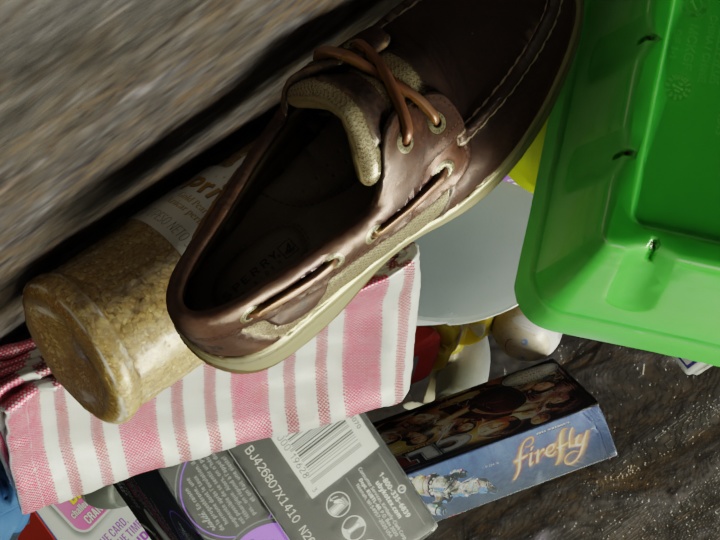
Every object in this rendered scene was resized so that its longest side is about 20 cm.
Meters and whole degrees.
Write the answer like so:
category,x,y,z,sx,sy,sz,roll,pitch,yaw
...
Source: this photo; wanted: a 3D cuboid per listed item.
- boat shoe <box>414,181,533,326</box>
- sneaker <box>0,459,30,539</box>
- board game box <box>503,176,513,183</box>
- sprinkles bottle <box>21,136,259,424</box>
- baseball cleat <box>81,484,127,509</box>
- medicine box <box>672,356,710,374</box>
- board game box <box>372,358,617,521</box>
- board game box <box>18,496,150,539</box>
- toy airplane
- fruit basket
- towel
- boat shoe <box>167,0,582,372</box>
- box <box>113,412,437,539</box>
category,x,y,z,sx,sy,sz,roll,pitch,yaw
boat shoe,0.000,0.003,1.168,0.199,0.074,0.068,-17,179,1
sneaker,-0.194,0.109,1.140,0.078,0.066,0.200,-49,176,-4
board game box,0.086,-0.066,1.144,0.200,0.032,0.120,-8,166,-8
sprinkles bottle,-0.038,-0.017,0.977,0.200,0.068,0.068,-35,175,-24
baseball cleat,-0.084,0.089,1.452,0.200,0.106,0.070,-42,139,-50
medicine box,0.208,-0.075,1.399,0.182,0.200,0.103,-33,174,-34
board game box,0.040,0.113,1.436,0.200,0.035,0.135,-20,-169,-4
board game box,-0.113,0.177,1.488,0.153,0.200,0.040,-32,174,-41
toy airplane,0.074,0.005,1.535,0.199,0.141,0.200,-57,160,2
fruit basket,0.133,-0.063,0.970,0.216,0.155,0.216,12,90,-89
towel,-0.067,0.053,1.091,0.200,0.030,0.146,-16,155,-8
boat shoe,0.004,-0.048,0.884,0.200,0.072,0.072,-44,164,-3
box,-0.063,0.103,1.277,0.106,0.122,0.200,-36,-164,-14
